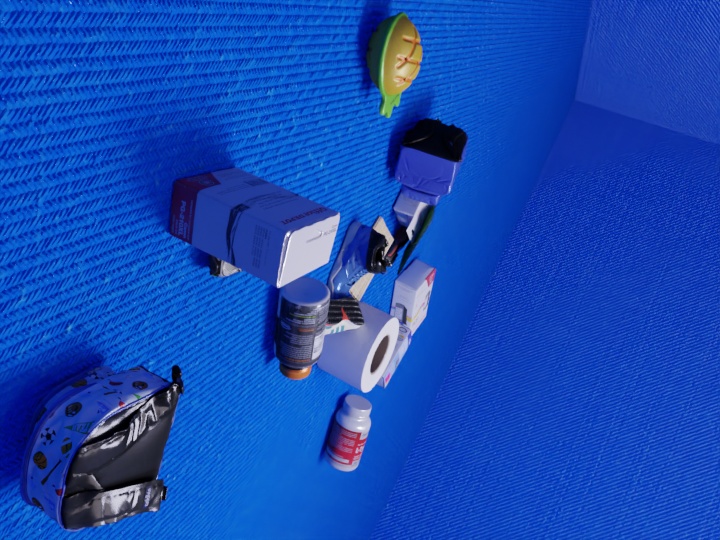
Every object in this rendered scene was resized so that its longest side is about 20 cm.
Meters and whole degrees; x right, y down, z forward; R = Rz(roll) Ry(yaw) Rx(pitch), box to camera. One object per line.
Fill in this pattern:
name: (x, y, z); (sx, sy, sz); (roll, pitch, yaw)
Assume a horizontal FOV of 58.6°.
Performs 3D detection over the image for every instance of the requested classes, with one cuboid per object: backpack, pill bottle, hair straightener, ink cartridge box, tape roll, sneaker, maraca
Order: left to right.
backpack: (-0.334, 0.221, 0.817); (0.190, 0.150, 0.206); (-26, 130, -72)
sneaker: (-0.173, -0.040, 1.048); (0.199, 0.084, 0.080); (-36, 144, -54)
ink cartridge box: (-0.149, -0.067, 0.915); (0.144, 0.196, 0.086); (-29, 139, -58)
pill bottle: (-0.124, 0.124, 1.313); (0.106, 0.104, 0.205); (-38, 145, -52)
sneaker: (-0.068, 0.110, 1.478); (0.198, 0.092, 0.072); (5, 66, -62)
pill bottle: (-0.032, 0.480, 1.907); (0.112, 0.110, 0.205); (-20, 130, -63)
tape roll: (-0.005, 0.186, 1.632); (0.204, 0.137, 0.206); (-52, 156, -35)
sneaker: (0.000, 0.000, 1.490); (0.205, 0.109, 0.076); (-69, 159, 5)
ink cartridge box: (0.059, 0.209, 1.823); (0.202, 0.134, 0.077); (-56, 159, -26)
maraca: (0.065, -0.398, 1.251); (0.138, 0.105, 0.203); (-52, 155, -36)
hair straightener: (0.104, -0.054, 1.794); (0.078, 0.040, 0.202); (88, 26, -50)
ink cartridge box: (0.162, 0.091, 2.039); (0.148, 0.084, 0.204); (-45, 149, -46)
ink cartridge box: (0.149, -0.187, 1.737); (0.204, 0.067, 0.116); (-64, 161, -11)
backpack: (0.172, -0.276, 1.588); (0.202, 0.159, 0.170); (-63, 173, -48)

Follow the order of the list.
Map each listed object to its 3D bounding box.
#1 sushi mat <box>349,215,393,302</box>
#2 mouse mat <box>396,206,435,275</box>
sushi mat: (0.021, -0.028, 1.615); (0.203, 0.012, 0.096); (-60, 140, -22)
mouse mat: (0.159, -0.096, 1.783); (0.202, 0.007, 0.162); (-59, -175, 32)
